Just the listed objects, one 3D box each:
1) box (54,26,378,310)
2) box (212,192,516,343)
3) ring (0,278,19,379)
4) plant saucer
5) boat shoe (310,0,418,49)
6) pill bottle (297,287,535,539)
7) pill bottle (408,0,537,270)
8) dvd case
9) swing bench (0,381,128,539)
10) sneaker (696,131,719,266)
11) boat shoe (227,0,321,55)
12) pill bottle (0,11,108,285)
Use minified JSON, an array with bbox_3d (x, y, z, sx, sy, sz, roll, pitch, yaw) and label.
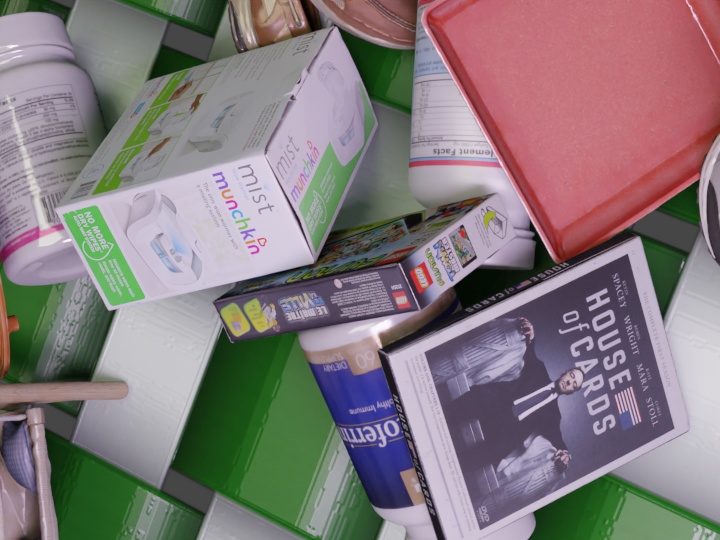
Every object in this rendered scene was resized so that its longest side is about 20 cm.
[{"bbox_3d":[-0.100,-0.080,1.242,0.175,0.200,0.097,-13,119,22],"label":"box"},{"bbox_3d":[0.000,0.000,1.156,0.199,0.110,0.035,-12,108,47],"label":"box"},{"bbox_3d":[-0.311,-0.011,1.374,0.019,0.200,0.202,-15,76,-22],"label":"ring"},{"bbox_3d":[0.163,-0.139,1.150,0.199,0.037,0.201,-33,103,-9],"label":"plant saucer"},{"bbox_3d":[-0.012,-0.237,1.249,0.199,0.072,0.076,33,65,-9],"label":"boat shoe"},{"bbox_3d":[0.044,0.106,1.186,0.115,0.116,0.201,-20,102,22],"label":"pill bottle"},{"bbox_3d":[0.090,-0.103,1.212,0.108,0.109,0.202,3,89,25],"label":"pill bottle"},{"bbox_3d":[0.120,0.081,1.132,0.199,0.025,0.151,-24,109,-17],"label":"dvd case"},{"bbox_3d":[-0.275,0.189,1.308,0.129,0.200,0.201,-8,82,24],"label":"swing bench"},{"bbox_3d":[0.287,-0.090,1.124,0.073,0.079,0.202,20,97,-14],"label":"sneaker"},{"bbox_3d":[-0.065,-0.261,1.321,0.073,0.076,0.202,-7,91,20],"label":"boat shoe"},{"bbox_3d":[-0.259,-0.099,1.371,0.113,0.113,0.202,-23,77,22],"label":"pill bottle"}]
